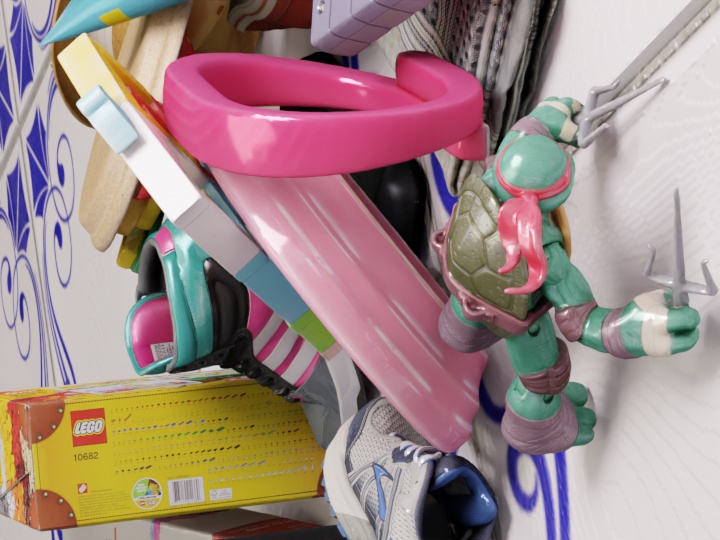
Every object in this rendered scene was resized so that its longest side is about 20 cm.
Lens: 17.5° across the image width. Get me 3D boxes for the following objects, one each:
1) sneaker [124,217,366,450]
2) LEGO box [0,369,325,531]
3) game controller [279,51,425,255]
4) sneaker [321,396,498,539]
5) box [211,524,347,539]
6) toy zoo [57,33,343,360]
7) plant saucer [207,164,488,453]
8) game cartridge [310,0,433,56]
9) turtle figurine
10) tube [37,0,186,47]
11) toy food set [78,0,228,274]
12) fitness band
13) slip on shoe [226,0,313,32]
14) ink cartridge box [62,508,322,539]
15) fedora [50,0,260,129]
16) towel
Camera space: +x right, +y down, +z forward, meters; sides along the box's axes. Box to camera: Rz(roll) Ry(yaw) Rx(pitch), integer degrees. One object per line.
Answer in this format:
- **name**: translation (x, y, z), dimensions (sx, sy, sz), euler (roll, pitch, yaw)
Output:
- **sneaker**: translation (-0.072, 0.041, 1.341), dimensions (0.084, 0.120, 0.201), euler (-127, 16, -58)
- **LEGO box**: translation (-0.124, 0.107, 1.455), dimensions (0.149, 0.198, 0.078), euler (178, 87, -70)
- **game controller**: translation (-0.009, -0.049, 1.354), dimensions (0.200, 0.042, 0.105), euler (54, 129, 55)
- **sneaker**: translation (0.036, 0.125, 1.214), dimensions (0.085, 0.077, 0.201), euler (-50, 26, 23)
- **box**: translation (-0.045, 0.263, 1.340), dimensions (0.124, 0.147, 0.202), euler (-159, 67, -67)
- **toy zoo**: translation (-0.082, -0.042, 1.165), dimensions (0.131, 0.020, 0.200), euler (53, -175, 37)
- **plant saucer**: translation (0.000, 0.000, 1.179), dimensions (0.201, 0.051, 0.201), euler (52, -177, -4)
- **game cartridge**: translation (0.020, -0.218, 1.130), dimensions (0.130, 0.038, 0.202), euler (-33, 50, 58)
- **turtle figurine**: translation (0.081, -0.010, 1.017), dimensions (0.201, 0.100, 0.151), euler (101, 161, -55)
- **tube**: translation (-0.091, -0.168, 1.241), dimensions (0.199, 0.078, 0.051), euler (-14, 119, 42)
- **toy food set**: translation (-0.116, -0.104, 1.354), dimensions (0.198, 0.048, 0.201), euler (127, 157, -59)
- **fitness band**: translation (-0.019, -0.079, 1.117), dimensions (0.200, 0.142, 0.038), euler (-139, 48, -69)
- **slip on shoe**: translation (-0.040, -0.170, 1.370), dimensions (0.200, 0.061, 0.075), euler (-142, 69, -80)
- **ink cartridge box**: translation (-0.111, 0.214, 1.531), dimensions (0.199, 0.067, 0.118), euler (7, 101, 45)
- **fedora**: translation (-0.117, -0.169, 1.502), dimensions (0.081, 0.200, 0.202), euler (25, 126, 23)
- **towel**: translation (0.044, -0.151, 1.176), dimensions (0.201, 0.034, 0.194), euler (-115, 29, -44)
